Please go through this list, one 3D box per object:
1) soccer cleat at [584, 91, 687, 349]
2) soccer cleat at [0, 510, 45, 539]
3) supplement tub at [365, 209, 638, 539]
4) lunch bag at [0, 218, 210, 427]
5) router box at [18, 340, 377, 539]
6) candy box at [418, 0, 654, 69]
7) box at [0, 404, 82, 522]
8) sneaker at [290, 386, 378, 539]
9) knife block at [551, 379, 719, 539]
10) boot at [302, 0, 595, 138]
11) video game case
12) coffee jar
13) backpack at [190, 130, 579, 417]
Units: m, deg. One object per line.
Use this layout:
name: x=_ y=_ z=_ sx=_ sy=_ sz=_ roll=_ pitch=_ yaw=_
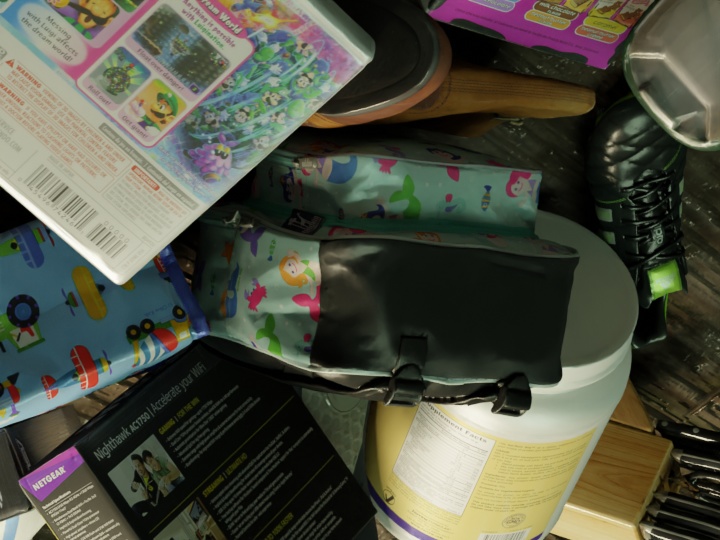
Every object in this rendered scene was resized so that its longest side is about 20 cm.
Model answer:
soccer cleat: x=0.174 y=-0.031 z=1.440 sx=0.067 sy=0.081 sz=0.200 roll=-17 pitch=145 yaw=-9
soccer cleat: x=-0.255 y=0.186 z=1.488 sx=0.200 sy=0.070 sz=0.086 roll=-41 pitch=142 yaw=23
supplement tub: x=0.083 y=0.073 z=1.469 sx=0.145 sy=0.146 sz=0.200 roll=-7 pitch=142 yaw=-23
lunch bag: x=-0.185 y=0.043 z=1.314 sx=0.150 sy=0.094 sz=0.200 roll=-23 pitch=172 yaw=-19
router box: x=-0.084 y=0.126 z=1.326 sx=0.051 sy=0.149 sz=0.200 roll=-31 pitch=-175 yaw=31
candy box: x=0.129 y=-0.201 z=1.200 sx=0.136 sy=0.061 sz=0.200 roll=12 pitch=134 yaw=-40
box: x=-0.263 y=0.135 z=1.344 sx=0.199 sy=0.049 sz=0.158 roll=-19 pitch=179 yaw=6
sneaker: x=-0.064 y=0.102 z=1.486 sx=0.077 sy=0.146 sz=0.203 roll=-16 pitch=109 yaw=-47
knife block: x=0.170 y=0.159 z=1.612 sx=0.199 sy=0.176 sz=0.064 roll=-23 pitch=145 yaw=0
boot: x=0.042 y=-0.092 z=1.227 sx=0.199 sy=0.069 sz=0.188 roll=8 pitch=168 yaw=-36
video game case: x=-0.125 y=-0.112 z=1.116 sx=0.200 sy=0.024 sz=0.182 roll=42 pitch=114 yaw=-18
coffee jar: x=0.207 y=-0.121 z=1.270 sx=0.104 sy=0.085 sz=0.200 roll=-43 pitch=173 yaw=15
backpack: x=0.000 y=0.000 z=1.302 sx=0.177 sy=0.151 sz=0.200 roll=4 pitch=177 yaw=-34
